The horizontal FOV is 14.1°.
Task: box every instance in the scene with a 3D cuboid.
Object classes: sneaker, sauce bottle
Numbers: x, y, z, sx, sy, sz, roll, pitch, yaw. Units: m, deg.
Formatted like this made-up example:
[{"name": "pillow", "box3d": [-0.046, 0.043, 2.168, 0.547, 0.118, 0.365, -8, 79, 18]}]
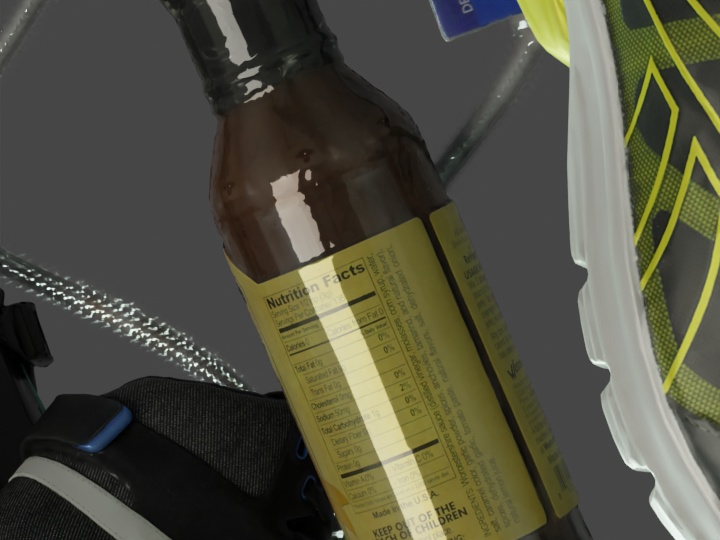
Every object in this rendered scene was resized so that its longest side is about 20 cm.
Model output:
[{"name": "sneaker", "box3d": [0.077, -0.026, 0.479, 0.085, 0.074, 0.201, -32, 77, 53]}, {"name": "sneaker", "box3d": [-0.010, 0.100, 0.819, 0.200, 0.112, 0.073, 33, 153, -9]}, {"name": "sauce bottle", "box3d": [0.000, 0.000, 0.783, 0.065, 0.065, 0.201, -21, 92, 37]}]

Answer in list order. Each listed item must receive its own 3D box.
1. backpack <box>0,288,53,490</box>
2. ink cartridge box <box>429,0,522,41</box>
[{"name": "backpack", "box3d": [-0.183, 0.100, 0.895, 0.200, 0.153, 0.176, -32, 87, 43]}, {"name": "ink cartridge box", "box3d": [0.094, -0.131, 0.643, 0.199, 0.039, 0.100, -22, 89, 2]}]
